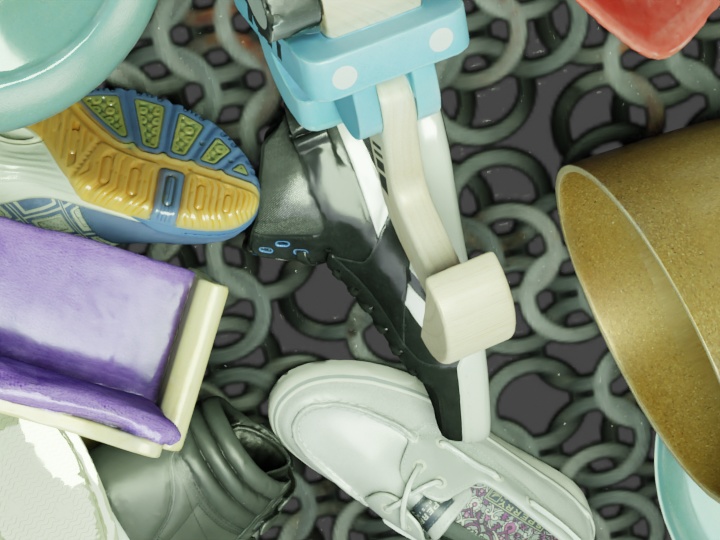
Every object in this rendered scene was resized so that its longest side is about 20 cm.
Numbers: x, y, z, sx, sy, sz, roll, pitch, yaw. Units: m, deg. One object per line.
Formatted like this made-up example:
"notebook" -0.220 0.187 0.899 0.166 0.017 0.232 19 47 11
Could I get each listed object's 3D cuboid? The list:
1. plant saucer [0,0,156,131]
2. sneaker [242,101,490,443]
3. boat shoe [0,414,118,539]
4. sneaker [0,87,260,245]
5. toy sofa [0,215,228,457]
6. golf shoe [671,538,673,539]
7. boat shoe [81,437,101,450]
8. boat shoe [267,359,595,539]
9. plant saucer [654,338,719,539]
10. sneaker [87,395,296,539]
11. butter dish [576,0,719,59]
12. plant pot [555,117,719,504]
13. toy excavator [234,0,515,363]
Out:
"plant saucer" -0.183 -0.160 1.090 0.200 0.027 0.200 -2 97 -15
"sneaker" 0.000 0.000 1.212 0.112 0.073 0.200 -10 109 3
"boat shoe" -0.180 0.076 1.179 0.072 0.068 0.200 -33 96 0
"sneaker" -0.149 -0.040 1.176 0.200 0.075 0.088 11 138 1
"toy sofa" -0.167 0.017 1.093 0.200 0.098 0.083 17 92 -11
"golf shoe" 0.218 0.175 1.318 0.200 0.077 0.088 -37 101 8
"boat shoe" -0.207 0.153 1.266 0.201 0.063 0.073 -32 115 8
"boat shoe" 0.040 0.117 1.271 0.200 0.069 0.072 34 109 -20
"plant saucer" 0.255 0.100 1.269 0.200 0.027 0.200 0 90 2
"sneaker" -0.066 0.145 1.263 0.099 0.071 0.200 -29 131 3
"butter dish" 0.149 -0.219 1.042 0.200 0.148 0.200 41 79 -23
"plant pot" 0.226 -0.012 1.179 0.200 0.186 0.187 -27 117 -7
"toy excavator" 0.010 -0.081 1.109 0.100 0.195 0.200 -23 131 -12
